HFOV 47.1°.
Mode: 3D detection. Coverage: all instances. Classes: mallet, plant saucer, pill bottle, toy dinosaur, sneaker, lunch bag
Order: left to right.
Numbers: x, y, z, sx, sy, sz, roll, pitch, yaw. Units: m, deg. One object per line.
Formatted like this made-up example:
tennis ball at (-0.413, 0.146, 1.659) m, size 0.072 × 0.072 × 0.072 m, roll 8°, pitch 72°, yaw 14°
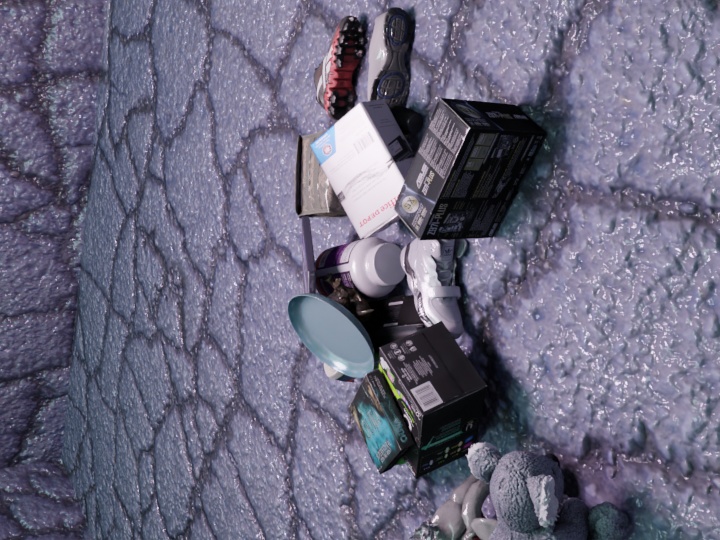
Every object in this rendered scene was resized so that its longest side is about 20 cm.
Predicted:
lunch bag at (-0.073, -0.190, 1.668) m, size 0.199 × 0.116 × 0.167 m, roll 2°, pitch 89°, yaw 58°
plant saucer at (-0.049, 0.114, 1.513) m, size 0.198 × 0.027 × 0.202 m, roll 29°, pitch 145°, yaw 22°
sneaker at (-0.049, -0.410, 1.652) m, size 0.098 × 0.070 × 0.203 m, roll 36°, pitch 123°, yaw 46°
toy dinosaur at (-0.022, 0.063, 1.521) m, size 0.198 × 0.102 × 0.078 m, roll -7°, pitch 51°, yaw 48°
pill bottle at (0.000, 0.000, 1.579) m, size 0.199 × 0.111 × 0.115 m, roll -11°, pitch 84°, yaw 55°
sneaker at (0.021, 0.147, 1.608) m, size 0.199 × 0.084 × 0.076 m, roll -40°, pitch 44°, yaw 22°
sneaker at (0.047, -0.379, 1.530) m, size 0.087 × 0.073 × 0.204 m, roll -152°, pitch 70°, yaw -64°
mallet at (0.079, -0.197, 1.519) m, size 0.065 × 0.041 × 0.204 m, roll 22°, pitch 115°, yaw 50°
sneaker at (0.138, 0.010, 1.408) m, size 0.115 × 0.074 × 0.202 m, roll -57°, pitch 45°, yaw 44°

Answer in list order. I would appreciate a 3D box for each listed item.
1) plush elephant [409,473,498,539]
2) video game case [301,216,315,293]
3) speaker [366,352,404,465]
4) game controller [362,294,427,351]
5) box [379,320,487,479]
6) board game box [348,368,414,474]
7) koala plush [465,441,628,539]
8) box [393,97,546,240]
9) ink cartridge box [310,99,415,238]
plush elephant at (0.188, 0.432, 1.311) m, size 0.154 × 0.199 × 0.167 m, roll 35°, pitch 115°, yaw 27°
video game case at (-0.101, 0.017, 1.609) m, size 0.202 × 0.019 × 0.144 m, roll 95°, pitch 169°, yaw -47°
speaker at (0.068, 0.251, 1.524) m, size 0.088 × 0.087 × 0.203 m, roll -32°, pitch 67°, yaw 52°
game controller at (0.063, 0.095, 1.508) m, size 0.198 × 0.042 × 0.105 m, roll -10°, pitch 46°, yaw 42°
box at (0.112, 0.217, 1.367) m, size 0.149 × 0.123 × 0.202 m, roll 56°, pitch 159°, yaw 36°
board game box at (0.031, 0.261, 1.407) m, size 0.137 × 0.028 × 0.201 m, roll 63°, pitch 161°, yaw 19°
koala plush at (0.236, 0.324, 1.132) m, size 0.177 × 0.184 × 0.201 m, roll 29°, pitch 156°, yaw 49°
box at (0.166, -0.152, 1.277) m, size 0.086 × 0.162 × 0.202 m, roll 53°, pitch 134°, yaw 38°
ink cartridge box at (0.022, -0.181, 1.485) m, size 0.144 × 0.084 × 0.202 m, roll -32°, pitch 84°, yaw 37°
